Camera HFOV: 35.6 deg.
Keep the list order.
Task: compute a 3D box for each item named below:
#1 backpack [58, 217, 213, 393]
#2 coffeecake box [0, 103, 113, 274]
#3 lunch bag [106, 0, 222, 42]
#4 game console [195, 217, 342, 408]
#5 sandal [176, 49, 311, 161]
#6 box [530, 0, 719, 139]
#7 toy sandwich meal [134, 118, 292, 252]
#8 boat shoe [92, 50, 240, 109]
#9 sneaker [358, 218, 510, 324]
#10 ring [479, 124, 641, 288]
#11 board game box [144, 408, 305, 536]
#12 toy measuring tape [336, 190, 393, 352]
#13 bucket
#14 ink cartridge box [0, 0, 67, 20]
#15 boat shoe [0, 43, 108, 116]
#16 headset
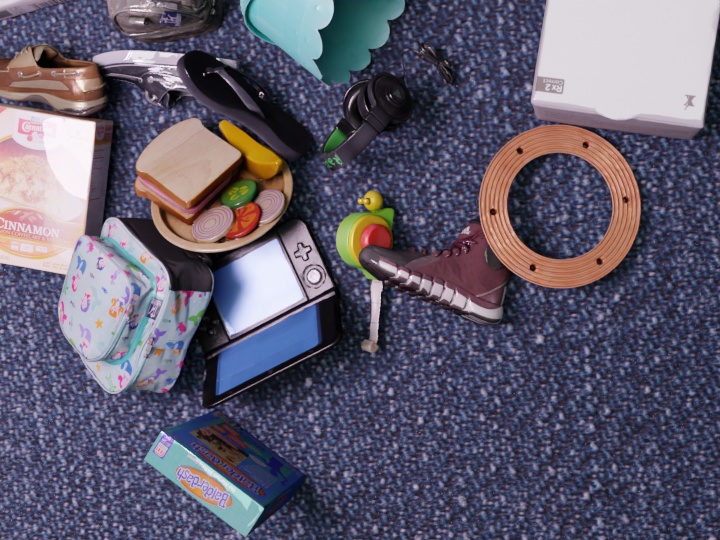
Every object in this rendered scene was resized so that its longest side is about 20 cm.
[{"bbox_3d":[-0.288,0.053,1.409,0.177,0.149,0.202,39,119,39],"label":"backpack"},{"bbox_3d":[-0.417,-0.107,1.469,0.151,0.073,0.203,9,99,5],"label":"coffeecake box"},{"bbox_3d":[-0.259,-0.393,1.407,0.137,0.168,0.203,-5,90,11],"label":"lunch bag"},{"bbox_3d":[-0.132,0.049,1.411,0.198,0.116,0.178,-26,86,10],"label":"game console"},{"bbox_3d":[-0.139,-0.216,1.403,0.199,0.077,0.043,32,131,-23],"label":"sandal"},{"bbox_3d":[0.312,-0.269,1.314,0.196,0.131,0.203,9,92,10],"label":"box"},{"bbox_3d":[-0.182,-0.112,1.404,0.202,0.071,0.207,-5,52,6],"label":"toy sandwich meal"},{"bbox_3d":[-0.255,-0.245,1.460,0.197,0.072,0.069,5,90,4],"label":"boat shoe"},{"bbox_3d":[0.099,-0.019,1.376,0.198,0.076,0.117,24,81,-18],"label":"sneaker"},{"bbox_3d":[0.242,-0.078,1.368,0.197,0.019,0.203,0,82,1],"label":"ring"},{"bbox_3d":[-0.160,0.242,1.374,0.151,0.200,0.045,35,96,10],"label":"board game box"},{"bbox_3d":[0.000,0.000,1.405,0.073,0.074,0.203,6,91,11],"label":"toy measuring tape"},{"bbox_3d":[-0.042,-0.341,1.353,0.134,0.207,0.209,34,96,16],"label":"bucket"},{"bbox_3d":[-0.472,-0.449,1.516,0.160,0.057,0.203,-13,80,11],"label":"ink cartridge box"},{"bbox_3d":[-0.415,-0.261,1.470,0.198,0.076,0.075,15,120,19],"label":"boat shoe"},{"bbox_3d":[0.032,-0.197,1.386,0.094,0.123,0.201,41,79,-16],"label":"headset"}]
